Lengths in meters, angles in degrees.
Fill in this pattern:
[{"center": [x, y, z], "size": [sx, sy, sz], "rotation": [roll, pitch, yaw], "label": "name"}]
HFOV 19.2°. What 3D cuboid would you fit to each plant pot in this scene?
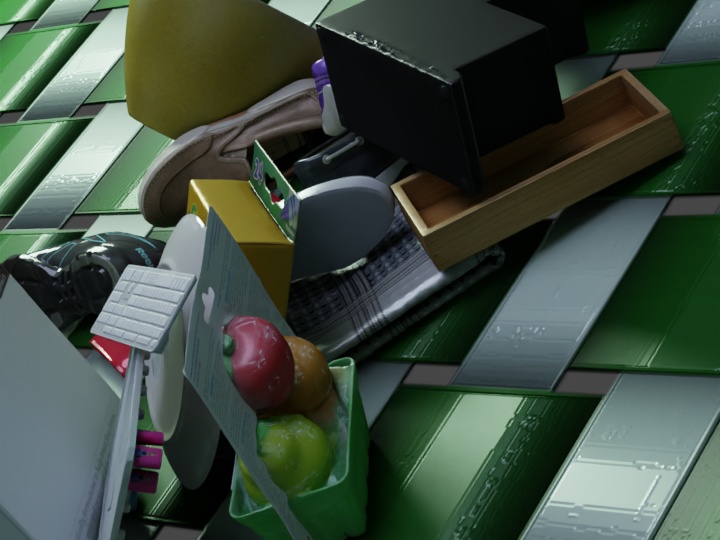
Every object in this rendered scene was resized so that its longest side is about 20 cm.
[{"center": [-0.132, -0.181, 1.898], "size": [0.200, 0.199, 0.143], "rotation": [32, 98, 59], "label": "plant pot"}]

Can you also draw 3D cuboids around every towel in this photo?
[{"center": [0.000, 0.000, 1.627], "size": [0.200, 0.035, 0.193], "rotation": [-35, 30, 4], "label": "towel"}]

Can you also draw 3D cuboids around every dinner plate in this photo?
[{"center": [-0.133, 0.059, 1.550], "size": [0.024, 0.201, 0.200], "rotation": [1, 24, -17], "label": "dinner plate"}]

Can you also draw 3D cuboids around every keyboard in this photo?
[{"center": [-0.149, 0.024, 1.440], "size": [0.057, 0.011, 0.200], "rotation": [-67, 18, -6], "label": "keyboard"}]

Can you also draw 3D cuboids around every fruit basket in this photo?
[{"center": [-0.067, 0.085, 1.411], "size": [0.093, 0.200, 0.186], "rotation": [-25, 32, 19], "label": "fruit basket"}]

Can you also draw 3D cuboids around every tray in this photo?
[{"center": [0.129, -0.075, 1.564], "size": [0.199, 0.037, 0.099], "rotation": [-26, 27, -2], "label": "tray"}]

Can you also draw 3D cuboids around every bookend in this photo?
[{"center": [0.104, -0.163, 1.604], "size": [0.199, 0.093, 0.199], "rotation": [-27, 30, -21], "label": "bookend"}]

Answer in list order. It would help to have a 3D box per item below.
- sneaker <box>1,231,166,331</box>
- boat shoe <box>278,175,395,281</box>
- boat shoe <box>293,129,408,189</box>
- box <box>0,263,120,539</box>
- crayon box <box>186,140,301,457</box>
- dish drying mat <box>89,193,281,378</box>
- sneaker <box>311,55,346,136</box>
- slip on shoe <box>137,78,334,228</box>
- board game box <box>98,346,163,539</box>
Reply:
[{"center": [-0.239, 0.008, 1.853], "size": [0.199, 0.076, 0.079], "rotation": [-4, 19, 47], "label": "sneaker"}, {"center": [-0.061, -0.025, 1.643], "size": [0.199, 0.071, 0.070], "rotation": [-31, 29, 21], "label": "boat shoe"}, {"center": [0.024, -0.115, 1.709], "size": [0.075, 0.060, 0.200], "rotation": [-18, 21, 48], "label": "boat shoe"}, {"center": [-0.294, 0.129, 1.588], "size": [0.130, 0.200, 0.199], "rotation": [-24, 31, 24], "label": "box"}, {"center": [-0.094, 0.019, 1.549], "size": [0.051, 0.201, 0.126], "rotation": [1, 22, -19], "label": "crayon box"}, {"center": [-0.136, 0.010, 1.775], "size": [0.200, 0.018, 0.077], "rotation": [-41, 29, -9], "label": "dish drying mat"}, {"center": [0.019, -0.191, 1.810], "size": [0.080, 0.084, 0.200], "rotation": [-9, 25, 28], "label": "sneaker"}, {"center": [-0.102, -0.091, 1.836], "size": [0.199, 0.076, 0.061], "rotation": [-28, 42, 4], "label": "slip on shoe"}, {"center": [-0.159, 0.140, 1.475], "size": [0.026, 0.201, 0.200], "rotation": [10, 34, -8], "label": "board game box"}]
